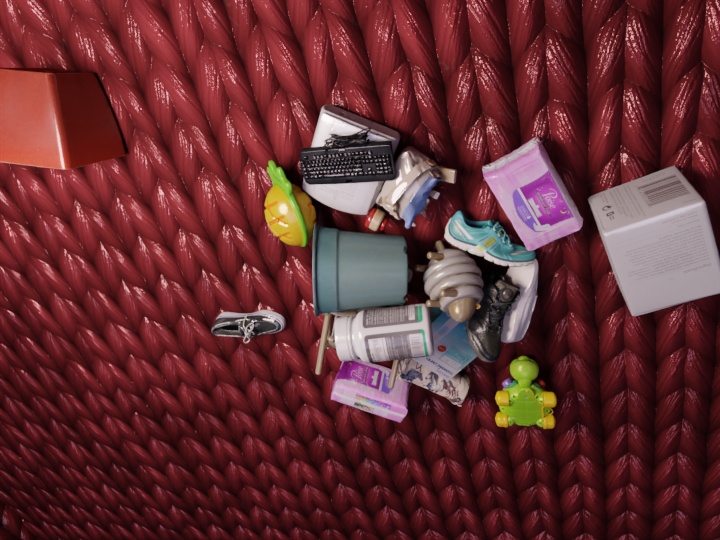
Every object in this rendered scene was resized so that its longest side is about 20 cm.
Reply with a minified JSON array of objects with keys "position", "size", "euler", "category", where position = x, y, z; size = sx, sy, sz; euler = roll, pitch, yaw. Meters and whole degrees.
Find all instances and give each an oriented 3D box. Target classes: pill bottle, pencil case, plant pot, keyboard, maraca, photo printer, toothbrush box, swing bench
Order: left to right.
[{"position":[-0.640,-0.323,1.063],"size":[0.199,0.200,0.177],"euler":[8,113,8],"category":"plant pot"},{"position":[-0.157,-0.140,1.104],"size":[0.107,0.137,0.200],"euler":[-30,130,-20],"category":"maraca"},{"position":[-0.034,-0.213,0.987],"size":[0.199,0.040,0.104],"euler":[0,118,23],"category":"keyboard"},{"position":[-0.027,-0.217,1.056],"size":[0.166,0.070,0.200],"euler":[21,125,1],"category":"photo printer"},{"position":[0.000,0.000,1.108],"size":[0.195,0.200,0.201],"euler":[0,123,0],"category":"plant pot"},{"position":[0.007,0.157,1.246],"size":[0.198,0.130,0.200],"euler":[11,120,3],"category":"swing bench"},{"position":[0.052,0.136,1.091],"size":[0.199,0.113,0.113],"euler":[-7,121,9],"category":"pill bottle"},{"position":[0.188,0.278,1.323],"size":[0.200,0.078,0.090],"euler":[26,97,-5],"category":"pencil case"},{"position":[0.216,0.151,1.233],"size":[0.146,0.085,0.200],"euler":[33,125,-11],"category":"toothbrush box"}]

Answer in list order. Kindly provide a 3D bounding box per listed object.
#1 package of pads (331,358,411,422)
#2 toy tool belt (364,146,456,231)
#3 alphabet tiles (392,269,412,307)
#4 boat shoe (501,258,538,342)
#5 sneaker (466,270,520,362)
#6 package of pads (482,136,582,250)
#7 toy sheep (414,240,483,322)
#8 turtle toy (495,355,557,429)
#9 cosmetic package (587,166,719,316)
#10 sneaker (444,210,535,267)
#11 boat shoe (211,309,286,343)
[{"position":[0.032,0.307,1.344],"size":[0.199,0.121,0.076],"euler":[18,124,0],"category":"package of pads"},{"position":[0.101,-0.143,1.044],"size":[0.123,0.125,0.200],"euler":[29,122,1],"category":"toy tool belt"},{"position":[0.020,0.024,1.237],"size":[0.195,0.015,0.200],"euler":[16,125,2],"category":"alphabet tiles"},{"position":[0.359,0.065,1.136],"size":[0.068,0.072,0.201],"euler":[8,93,-37],"category":"boat shoe"},{"position":[0.285,0.092,1.099],"size":[0.076,0.200,0.114],"euler":[12,158,-18],"category":"sneaker"},{"position":[0.341,-0.149,1.014],"size":[0.120,0.076,0.200],"euler":[-26,113,28],"category":"package of pads"},{"position":[0.194,0.018,1.095],"size":[0.137,0.200,0.138],"euler":[-9,154,-5],"category":"toy sheep"},{"position":[0.410,0.308,1.280],"size":[0.145,0.101,0.200],"euler":[-1,122,13],"category":"turtle toy"},{"position":[0.557,-0.055,0.973],"size":[0.165,0.165,0.200],"euler":[-20,115,24],"category":"cosmetic package"},{"position":[0.278,-0.065,1.083],"size":[0.200,0.078,0.080],"euler":[21,114,5],"category":"sneaker"},{"position":[-0.298,0.149,1.357],"size":[0.199,0.068,0.074],"euler":[4,124,10],"category":"boat shoe"}]
